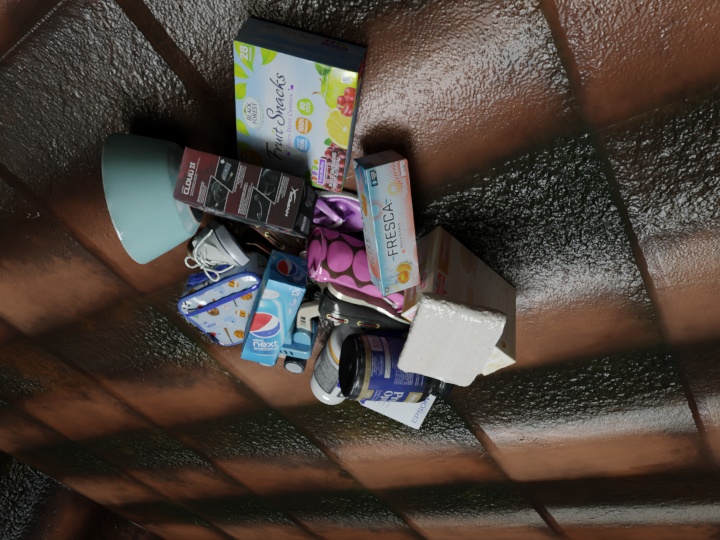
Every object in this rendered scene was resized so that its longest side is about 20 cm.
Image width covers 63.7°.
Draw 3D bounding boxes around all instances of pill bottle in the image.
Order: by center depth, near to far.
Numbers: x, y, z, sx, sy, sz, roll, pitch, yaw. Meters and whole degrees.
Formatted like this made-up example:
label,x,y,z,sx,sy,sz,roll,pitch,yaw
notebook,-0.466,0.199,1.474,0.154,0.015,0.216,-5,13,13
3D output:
label,x,y,z,sx,sy,sz,roll,pitch,yaw
pill bottle,0.066,0.175,1.030,0.194,0.114,0.113,7,143,-19
pill bottle,-0.035,0.196,1.217,0.114,0.119,0.201,22,139,-9

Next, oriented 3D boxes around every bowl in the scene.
label,x,y,z,sx,sy,sz,roll,pitch,yaw
bowl,-0.313,-0.120,0.912,0.102,0.205,0.204,-9,138,-1

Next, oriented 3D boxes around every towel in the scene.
label,x,y,z,sx,sy,sz,roll,pitch,yaw
towel,0.134,0.113,0.896,0.128,0.035,0.203,14,140,2

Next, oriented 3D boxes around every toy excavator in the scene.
label,x,y,z,sx,sy,sz,roll,pitch,yaw
toy excavator,-0.123,0.112,1.159,0.188,0.102,0.203,10,140,6

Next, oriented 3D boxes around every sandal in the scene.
label,x,y,z,sx,sy,sz,roll,pitch,yaw
sandal,-0.074,-0.092,0.957,0.196,0.051,0.084,10,140,7

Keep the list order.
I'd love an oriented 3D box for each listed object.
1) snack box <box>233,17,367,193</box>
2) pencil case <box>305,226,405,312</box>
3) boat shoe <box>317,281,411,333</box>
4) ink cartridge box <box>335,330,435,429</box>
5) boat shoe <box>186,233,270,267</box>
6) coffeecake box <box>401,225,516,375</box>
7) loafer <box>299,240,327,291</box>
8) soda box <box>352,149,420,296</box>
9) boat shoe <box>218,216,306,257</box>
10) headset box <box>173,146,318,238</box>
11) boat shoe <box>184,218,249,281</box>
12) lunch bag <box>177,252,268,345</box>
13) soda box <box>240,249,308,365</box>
label,x,y,z,sx,sy,sz,roll,pitch,yaw
snack box,-0.087,-0.221,0.803,0.164,0.069,0.203,15,139,1
pencil case,0.000,0.000,0.971,0.195,0.097,0.090,19,161,-25
boat shoe,0.018,0.074,1.024,0.197,0.074,0.064,18,113,-26
ink cartridge box,0.080,0.182,1.119,0.197,0.041,0.203,27,95,-24
boat shoe,-0.223,-0.017,1.078,0.194,0.073,0.077,11,151,5
coffeecake box,0.169,0.050,0.962,0.198,0.156,0.073,36,135,-23
loafer,-0.043,0.015,1.051,0.197,0.072,0.073,33,136,-20
soda box,0.041,-0.070,0.872,0.066,0.064,0.206,-15,116,-14
boat shoe,-0.183,-0.077,0.966,0.196,0.072,0.071,25,161,10
headset box,-0.171,-0.112,0.861,0.194,0.080,0.149,16,179,4
boat shoe,-0.247,-0.030,0.956,0.075,0.086,0.201,53,168,-28
lunch bag,-0.228,0.055,1.049,0.195,0.077,0.161,-21,132,21
soda box,-0.145,0.066,0.961,0.062,0.069,0.202,14,132,-14
